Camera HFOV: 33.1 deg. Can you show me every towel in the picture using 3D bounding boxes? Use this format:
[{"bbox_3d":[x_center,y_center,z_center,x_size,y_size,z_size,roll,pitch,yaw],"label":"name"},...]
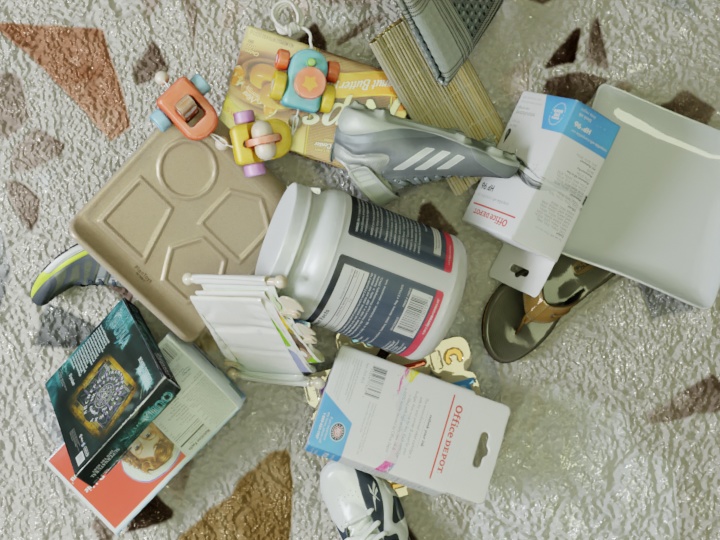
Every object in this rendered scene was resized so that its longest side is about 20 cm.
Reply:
[{"bbox_3d":[0.096,-0.329,1.258,0.194,0.034,0.201,-56,134,-24],"label":"towel"}]

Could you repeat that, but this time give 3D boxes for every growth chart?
[{"bbox_3d":[-0.106,0.066,1.274,0.143,0.201,0.018,7,53,22],"label":"growth chart"}]

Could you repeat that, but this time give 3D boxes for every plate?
[{"bbox_3d":[0.322,-0.080,1.343,0.198,0.032,0.202,21,78,-1],"label":"plate"}]

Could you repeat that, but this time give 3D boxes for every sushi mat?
[{"bbox_3d":[0.093,-0.188,1.322,0.095,0.012,0.201,-37,110,-13],"label":"sushi mat"}]

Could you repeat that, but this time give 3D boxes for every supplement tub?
[{"bbox_3d":[0.000,0.000,1.277,0.198,0.140,0.142,21,92,-14],"label":"supplement tub"}]

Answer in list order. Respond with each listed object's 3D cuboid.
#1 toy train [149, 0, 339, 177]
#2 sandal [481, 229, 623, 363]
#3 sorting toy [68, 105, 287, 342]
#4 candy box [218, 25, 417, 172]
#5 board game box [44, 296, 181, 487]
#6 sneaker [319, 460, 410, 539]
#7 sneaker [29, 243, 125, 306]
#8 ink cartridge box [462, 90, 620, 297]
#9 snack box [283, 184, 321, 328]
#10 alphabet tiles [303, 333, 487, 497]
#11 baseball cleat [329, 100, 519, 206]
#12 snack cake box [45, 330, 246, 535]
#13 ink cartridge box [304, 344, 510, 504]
[{"bbox_3d":[-0.113,-0.186,1.262,0.199,0.056,0.151,-40,102,-9],"label":"toy train"},{"bbox_3d":[0.217,0.025,1.349,0.199,0.055,0.082,-35,93,0],"label":"sandal"},{"bbox_3d":[-0.184,-0.055,1.305,0.185,0.036,0.200,44,81,-17],"label":"sorting toy"},{"bbox_3d":[-0.047,-0.181,1.338,0.198,0.055,0.117,18,92,-2],"label":"candy box"},{"bbox_3d":[-0.265,0.123,1.282,0.135,0.200,0.028,-47,122,2],"label":"board game box"},{"bbox_3d":[0.013,0.306,1.312,0.079,0.130,0.201,-21,97,8],"label":"sneaker"},{"bbox_3d":[-0.271,-0.005,1.336,0.198,0.074,0.082,-27,95,2],"label":"sneaker"},{"bbox_3d":[0.184,-0.085,1.308,0.067,0.116,0.202,24,92,-25],"label":"ink cartridge box"},{"bbox_3d":[-0.086,0.005,1.360,0.071,0.024,0.203,4,92,-2],"label":"snack box"},{"bbox_3d":[0.040,0.153,1.372,0.193,0.015,0.203,-15,92,0],"label":"alphabet tiles"},{"bbox_3d":[0.065,-0.111,1.290,0.198,0.070,0.108,18,103,5],"label":"baseball cleat"},{"bbox_3d":[-0.235,0.175,1.339,0.200,0.067,0.115,-45,94,4],"label":"snack cake box"},{"bbox_3d":[0.051,0.171,1.318,0.198,0.068,0.116,20,75,-1],"label":"ink cartridge box"}]
